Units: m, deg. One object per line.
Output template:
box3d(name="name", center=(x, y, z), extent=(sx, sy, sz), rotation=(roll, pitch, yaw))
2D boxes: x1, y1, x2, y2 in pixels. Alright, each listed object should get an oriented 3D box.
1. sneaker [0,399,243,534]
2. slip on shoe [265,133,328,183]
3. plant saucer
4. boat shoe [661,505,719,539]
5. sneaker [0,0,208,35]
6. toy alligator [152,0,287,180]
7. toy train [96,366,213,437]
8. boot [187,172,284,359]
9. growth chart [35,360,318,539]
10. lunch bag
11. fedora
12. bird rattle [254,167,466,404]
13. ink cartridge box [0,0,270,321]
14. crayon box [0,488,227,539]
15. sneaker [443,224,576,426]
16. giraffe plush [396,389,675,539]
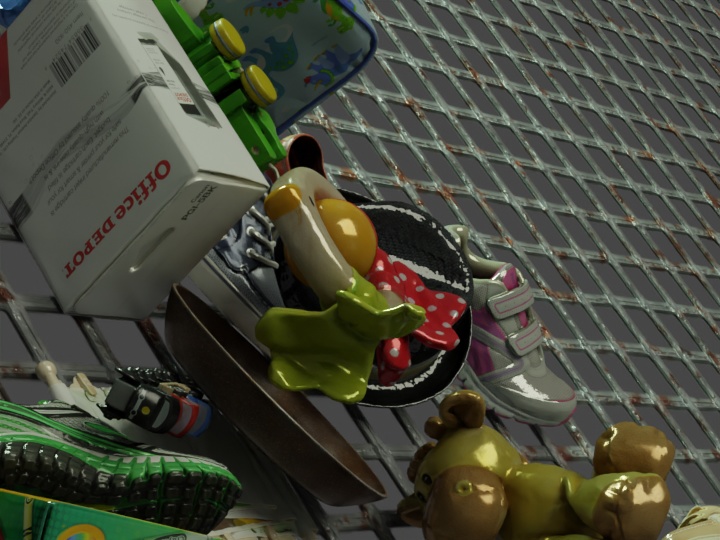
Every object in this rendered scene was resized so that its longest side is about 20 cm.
box3d(name="sneaker", center=(-0.155, 0.112, 1.360), extent=(0.200, 0.078, 0.085), rotation=(18, 32, -37))
box3d(name="slip on shoe", center=(-0.036, -0.026, 1.798), extent=(0.074, 0.061, 0.200), rotation=(23, 38, -44))
box3d(name="plant saucer", center=(-0.063, 0.089, 1.532), extent=(0.200, 0.034, 0.200), rotation=(46, 2, -2))
box3d(name="boat shoe", center=(0.289, 0.229, 1.907), extent=(0.069, 0.074, 0.200), rotation=(45, 19, 32))
box3d(name="sneaker", center=(-0.213, -0.225, 1.684), extent=(0.111, 0.200, 0.077), rotation=(54, 53, -40))
box3d(name="toy alligator", center=(-0.084, -0.112, 1.642), extent=(0.200, 0.059, 0.054), rotation=(57, 15, -1))
box3d(name="toy train", center=(-0.119, 0.081, 1.402), extent=(0.046, 0.034, 0.200), rotation=(27, -1, 5))
box3d(name="boot", center=(-0.085, -0.023, 1.652), extent=(0.200, 0.090, 0.073), rotation=(47, -1, 15))
box3d(name="growth chart", center=(-0.109, 0.128, 1.489), extent=(0.200, 0.018, 0.145), rotation=(17, 36, -47))
box3d(name="lunch bag", center=(-0.097, -0.169, 1.761), extent=(0.161, 0.200, 0.083), rotation=(38, 23, -41))
box3d(name="fedora", center=(0.011, 0.003, 1.714), extent=(0.200, 0.092, 0.201), rotation=(15, 56, -24))
box3d(name="bird rattle", center=(0.000, 0.000, 1.560), extent=(0.163, 0.113, 0.200), rotation=(60, 23, 0))
box3d(name="ink cartridge box", center=(-0.173, -0.086, 1.576), extent=(0.083, 0.147, 0.200), rotation=(10, 41, -54))
box3d(name="crayon box", center=(-0.133, 0.163, 1.262), extent=(0.200, 0.058, 0.119), rotation=(20, -11, -42))
box3d(name="sneaker", center=(0.108, 0.043, 1.885), extent=(0.200, 0.088, 0.081), rotation=(44, 24, -2))
box3d(name="giraffe plush", center=(0.110, 0.161, 1.592), extent=(0.162, 0.173, 0.200), rotation=(22, 8, -1))
